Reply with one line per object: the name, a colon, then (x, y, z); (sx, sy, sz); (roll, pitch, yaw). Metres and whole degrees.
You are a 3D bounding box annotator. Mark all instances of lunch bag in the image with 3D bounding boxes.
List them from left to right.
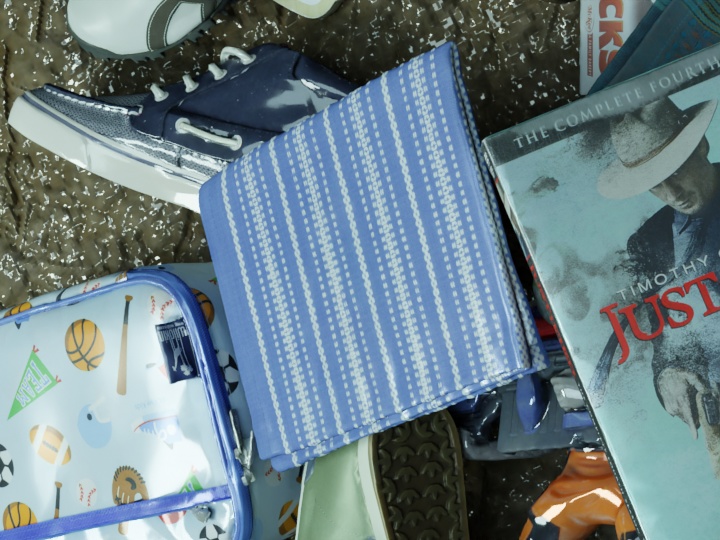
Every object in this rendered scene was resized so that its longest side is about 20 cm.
lunch bag: (-0.117, 0.085, 1.149); (0.199, 0.075, 0.161); (-14, 88, 38)

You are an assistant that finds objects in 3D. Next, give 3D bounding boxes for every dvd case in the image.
dvd case: (0.151, 0.013, 0.912); (0.145, 0.022, 0.201); (-21, 80, 1)

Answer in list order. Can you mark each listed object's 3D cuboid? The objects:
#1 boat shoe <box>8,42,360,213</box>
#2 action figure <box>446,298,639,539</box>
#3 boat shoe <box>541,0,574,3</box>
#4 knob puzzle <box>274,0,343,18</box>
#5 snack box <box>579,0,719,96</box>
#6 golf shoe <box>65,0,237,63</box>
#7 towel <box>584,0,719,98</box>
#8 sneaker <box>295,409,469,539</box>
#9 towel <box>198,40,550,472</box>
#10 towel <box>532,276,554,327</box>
boat shoe: (-0.074, -0.077, 1.135); (0.199, 0.075, 0.093); (22, 95, 16)
action figure: (0.098, 0.086, 1.077); (0.200, 0.104, 0.195); (2, 91, 54)
boat shoe: (0.091, -0.221, 1.019); (0.076, 0.071, 0.201); (18, 97, 39)
knob puzzle: (-0.031, -0.222, 1.113); (0.218, 0.030, 0.221); (3, 98, 24)
snack box: (0.137, -0.180, 1.044); (0.072, 0.024, 0.201); (3, 97, 26)
golf shoe: (-0.084, -0.166, 1.079); (0.199, 0.094, 0.078); (-26, 60, 34)
towel: (0.186, -0.035, 0.970); (0.199, 0.147, 0.022); (32, 144, 9)
sneaker: (0.009, 0.156, 1.087); (0.090, 0.067, 0.201); (0, 93, 60)
towel: (0.000, 0.000, 1.012); (0.200, 0.024, 0.146); (-25, 77, 50)
towel: (0.190, 0.047, 0.972); (0.200, 0.171, 0.048); (56, 146, 10)
